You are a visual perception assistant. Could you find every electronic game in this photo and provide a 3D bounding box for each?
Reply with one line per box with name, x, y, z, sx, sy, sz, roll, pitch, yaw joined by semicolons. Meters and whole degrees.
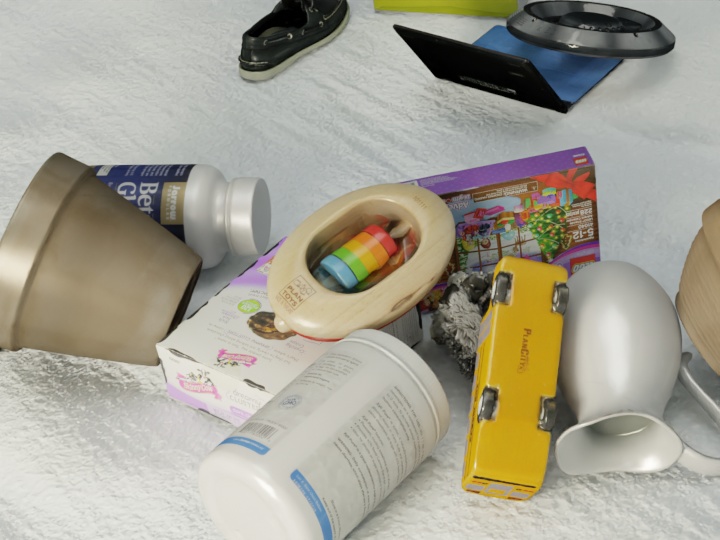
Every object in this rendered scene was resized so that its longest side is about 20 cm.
electronic game;0.271;-0.282;2.067;0.200;0.042;0.200;5;21;-2

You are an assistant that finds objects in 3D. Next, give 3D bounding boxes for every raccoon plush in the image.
raccoon plush;0.110;0.090;1.640;0.097;0.134;0.200;4;69;-7

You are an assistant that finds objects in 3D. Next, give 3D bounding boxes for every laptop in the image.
laptop;0.175;-0.265;2.043;0.187;0.200;0.116;19;79;33

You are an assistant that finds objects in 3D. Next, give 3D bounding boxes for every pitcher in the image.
pitcher;0.252;0.094;1.565;0.172;0.121;0.200;13;44;-10

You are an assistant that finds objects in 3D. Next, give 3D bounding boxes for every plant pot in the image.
plant pot;0.349;0.038;1.578;0.093;0.201;0.201;-35;30;22
plant pot;-0.255;0.007;1.717;0.173;0.200;0.200;22;41;-1

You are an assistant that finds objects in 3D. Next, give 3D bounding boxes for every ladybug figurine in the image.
ladybug figurine;0.000;0.000;1.626;0.200;0.072;0.136;-33;61;-18

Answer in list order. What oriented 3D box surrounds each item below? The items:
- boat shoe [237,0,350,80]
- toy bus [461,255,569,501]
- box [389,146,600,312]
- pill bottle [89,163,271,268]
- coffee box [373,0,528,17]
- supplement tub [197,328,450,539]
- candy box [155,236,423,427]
boat shoe;-0.085;-0.313;2.195;0.074;0.066;0.199;23;47;36
toy bus;0.135;0.093;1.527;0.065;0.078;0.200;10;68;-4
box;0.135;-0.038;1.728;0.200;0.137;0.039;-11;35;-3
pill bottle;-0.200;-0.057;1.844;0.200;0.111;0.111;0;38;12
coffee box;0.125;-0.457;2.231;0.200;0.200;0.198;6;40;19
supplement tub;-0.031;0.156;1.512;0.132;0.132;0.200;23;46;35
candy box;-0.066;0.068;1.686;0.168;0.072;0.200;21;45;33
